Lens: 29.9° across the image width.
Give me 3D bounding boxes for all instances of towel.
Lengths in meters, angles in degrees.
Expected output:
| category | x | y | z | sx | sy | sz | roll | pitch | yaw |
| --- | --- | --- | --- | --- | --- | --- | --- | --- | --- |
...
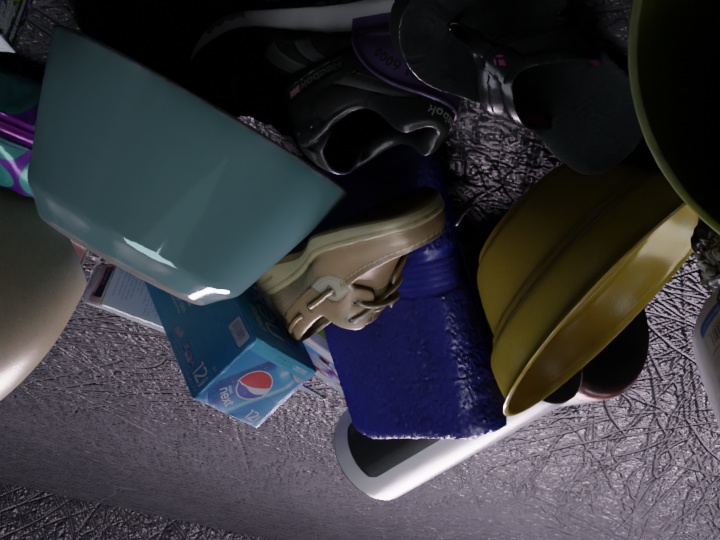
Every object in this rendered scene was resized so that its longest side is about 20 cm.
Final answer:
| category | x | y | z | sx | sy | sz | roll | pitch | yaw |
| --- | --- | --- | --- | --- | --- | --- | --- | --- | --- |
| towel | 0.026 | 0.014 | 0.907 | 0.049 | 0.201 | 0.147 | -21 | -171 | -38 |

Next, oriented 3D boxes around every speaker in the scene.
| category | x | y | z | sx | sy | sz | roll | pitch | yaw |
| --- | --- | --- | --- | --- | --- | --- | --- | --- | --- |
| speaker | 0.068 | 0.097 | 0.982 | 0.081 | 0.081 | 0.200 | 23 | 141 | -27 |

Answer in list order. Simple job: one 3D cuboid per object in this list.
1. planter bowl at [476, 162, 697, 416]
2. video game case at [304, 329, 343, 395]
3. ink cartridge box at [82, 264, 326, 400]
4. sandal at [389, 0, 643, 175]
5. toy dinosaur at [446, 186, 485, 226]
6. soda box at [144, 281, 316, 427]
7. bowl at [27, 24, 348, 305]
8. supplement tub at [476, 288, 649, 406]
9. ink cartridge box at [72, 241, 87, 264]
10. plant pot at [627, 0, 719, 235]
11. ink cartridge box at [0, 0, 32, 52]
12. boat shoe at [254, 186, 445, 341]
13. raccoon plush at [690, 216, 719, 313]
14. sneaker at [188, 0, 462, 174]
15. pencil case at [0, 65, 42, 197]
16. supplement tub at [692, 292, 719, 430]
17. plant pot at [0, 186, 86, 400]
| category | x | y | z | sx | sy | sz | roll | pitch | yaw |
| --- | --- | --- | --- | --- | --- | --- | --- | --- | --- |
| planter bowl | 0.133 | -0.009 | 0.840 | 0.083 | 0.200 | 0.200 | 46 | 168 | 17 |
| video game case | -0.036 | 0.053 | 1.135 | 0.181 | 0.045 | 0.200 | 35 | 169 | 23 |
| ink cartridge box | -0.133 | 0.048 | 1.150 | 0.200 | 0.041 | 0.200 | 24 | 173 | -15 |
| sandal | 0.096 | -0.100 | 0.687 | 0.200 | 0.075 | 0.048 | 22 | -159 | -44 |
| toy dinosaur | 0.036 | 0.001 | 1.007 | 0.102 | 0.077 | 0.200 | 16 | 159 | 13 |
| soda box | -0.106 | 0.012 | 0.961 | 0.064 | 0.200 | 0.068 | -42 | 137 | 14 |
| bowl | -0.118 | -0.052 | 0.808 | 0.200 | 0.105 | 0.201 | 30 | 180 | 0 |
| supplement tub | 0.126 | 0.060 | 1.068 | 0.107 | 0.107 | 0.200 | 23 | 158 | -26 |
| ink cartridge box | -0.308 | -0.046 | 1.087 | 0.200 | 0.044 | 0.173 | 32 | 163 | -33 |
| plant pot | 0.219 | -0.073 | 0.575 | 0.186 | 0.188 | 0.200 | 6 | 175 | 18 |
| ink cartridge box | -0.265 | -0.190 | 0.709 | 0.109 | 0.051 | 0.200 | 7 | 159 | 16 |
| boat shoe | 0.000 | 0.000 | 0.842 | 0.071 | 0.065 | 0.200 | -27 | -179 | -29 |
| raccoon plush | 0.280 | -0.038 | 0.782 | 0.200 | 0.097 | 0.134 | -23 | 159 | -49 |
| sneaker | -0.030 | -0.097 | 0.755 | 0.200 | 0.088 | 0.076 | -4 | 155 | 40 |
| pencil case | -0.214 | -0.086 | 0.910 | 0.199 | 0.085 | 0.092 | 19 | -177 | -20 |
| supplement tub | 0.297 | 0.093 | 0.867 | 0.131 | 0.200 | 0.132 | -1 | 124 | -1 |
| plant pot | -0.278 | -0.003 | 0.972 | 0.134 | 0.201 | 0.200 | -26 | 166 | -14 |
